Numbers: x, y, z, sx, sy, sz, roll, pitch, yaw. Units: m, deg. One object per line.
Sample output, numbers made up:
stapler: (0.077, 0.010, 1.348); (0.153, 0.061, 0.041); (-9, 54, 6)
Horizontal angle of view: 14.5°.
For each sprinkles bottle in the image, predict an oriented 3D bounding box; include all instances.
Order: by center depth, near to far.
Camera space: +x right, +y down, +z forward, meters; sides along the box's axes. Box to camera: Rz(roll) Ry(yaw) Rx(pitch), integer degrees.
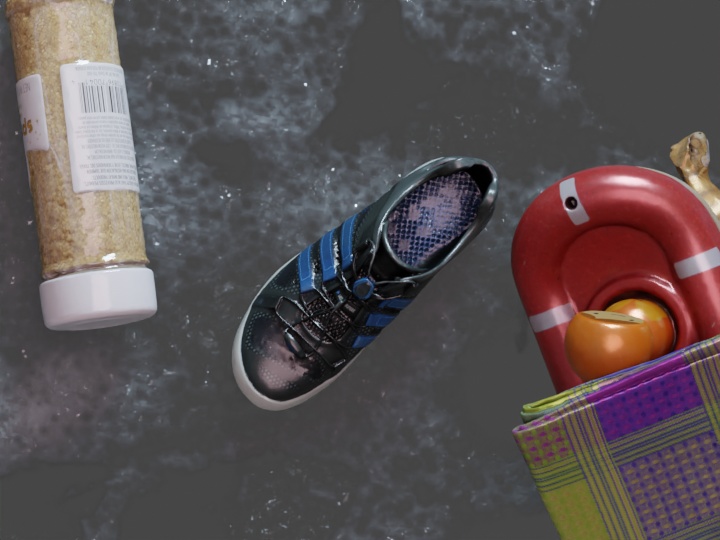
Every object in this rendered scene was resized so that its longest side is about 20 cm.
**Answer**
sprinkles bottle: (-0.166, -0.067, 1.680); (0.068, 0.068, 0.200); (-7, 84, -8)

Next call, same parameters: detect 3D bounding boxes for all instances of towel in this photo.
towel: (0.199, 0.098, 1.631); (0.200, 0.023, 0.144); (-23, 124, 4)

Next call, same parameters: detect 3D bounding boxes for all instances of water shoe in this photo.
water shoe: (0.000, 0.000, 1.688); (0.072, 0.079, 0.200); (44, 80, 0)

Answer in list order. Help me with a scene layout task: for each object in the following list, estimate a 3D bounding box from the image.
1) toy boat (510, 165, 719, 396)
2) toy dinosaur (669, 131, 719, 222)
toy boat: (0.158, 0.037, 1.665); (0.130, 0.131, 0.200); (-23, 85, 22)
toy dinosaur: (0.250, -0.003, 1.705); (0.060, 0.106, 0.200); (-54, 50, 17)
